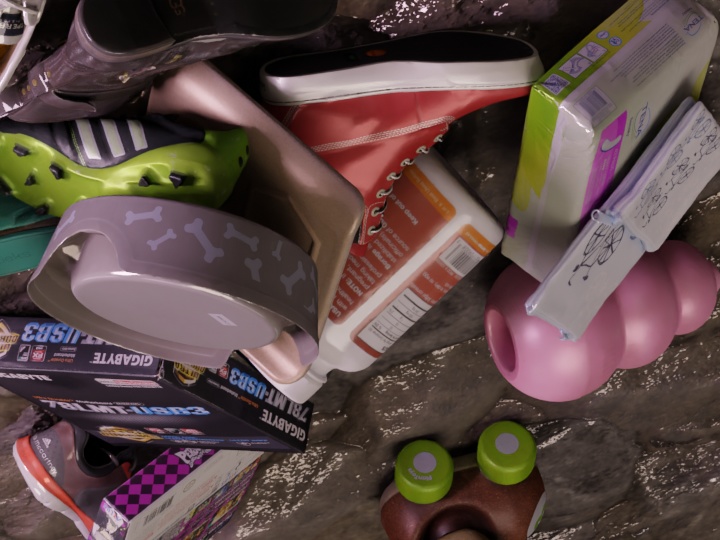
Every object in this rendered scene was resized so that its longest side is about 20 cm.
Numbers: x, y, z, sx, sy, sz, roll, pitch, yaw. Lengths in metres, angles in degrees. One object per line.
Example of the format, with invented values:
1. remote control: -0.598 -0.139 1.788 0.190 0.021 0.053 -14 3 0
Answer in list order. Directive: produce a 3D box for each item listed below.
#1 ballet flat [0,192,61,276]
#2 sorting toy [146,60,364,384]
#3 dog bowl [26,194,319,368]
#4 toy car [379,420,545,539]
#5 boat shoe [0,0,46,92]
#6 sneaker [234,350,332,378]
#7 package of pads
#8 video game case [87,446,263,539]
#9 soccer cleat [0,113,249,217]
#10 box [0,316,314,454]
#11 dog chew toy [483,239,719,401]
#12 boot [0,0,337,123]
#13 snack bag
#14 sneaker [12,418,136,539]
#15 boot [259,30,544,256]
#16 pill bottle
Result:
1. ballet flat: -0.185 -0.043 1.625 0.198 0.071 0.068 -6 144 12
2. sorting toy: -0.083 -0.039 1.621 0.036 0.185 0.201 -36 160 -38
3. dog bowl: -0.118 0.008 1.538 0.198 0.059 0.200 11 163 3
4. toy car: 0.112 0.271 2.129 0.156 0.201 0.165 -12 147 -9
5. boat shoe: -0.219 -0.172 1.431 0.070 0.070 0.200 7 140 -28
6. sneaker: -0.100 0.020 1.784 0.066 0.078 0.200 -49 127 -8
7. package of pads: 0.181 -0.099 1.682 0.154 0.068 0.201 -42 158 -27
8. video game case: -0.159 0.202 1.948 0.200 0.036 0.182 -37 160 -41
9. soccer cleat: -0.167 -0.075 1.567 0.198 0.081 0.068 9 127 26
10. box: -0.169 0.089 1.783 0.199 0.050 0.198 1 161 33
11. dog chew toy: 0.204 0.031 1.900 0.198 0.125 0.125 -16 148 -17
12. boot: -0.130 -0.149 1.504 0.199 0.070 0.174 -11 170 -26
13. snack bag: 0.201 -0.031 1.714 0.200 0.021 0.188 -51 163 3
14. sneaker: -0.213 0.179 1.957 0.082 0.077 0.200 -36 150 4
15. boot: 0.034 -0.086 1.626 0.198 0.073 0.145 -8 112 -3
16. pill bottle: 0.000 0.000 1.712 0.200 0.112 0.112 -43 143 6
